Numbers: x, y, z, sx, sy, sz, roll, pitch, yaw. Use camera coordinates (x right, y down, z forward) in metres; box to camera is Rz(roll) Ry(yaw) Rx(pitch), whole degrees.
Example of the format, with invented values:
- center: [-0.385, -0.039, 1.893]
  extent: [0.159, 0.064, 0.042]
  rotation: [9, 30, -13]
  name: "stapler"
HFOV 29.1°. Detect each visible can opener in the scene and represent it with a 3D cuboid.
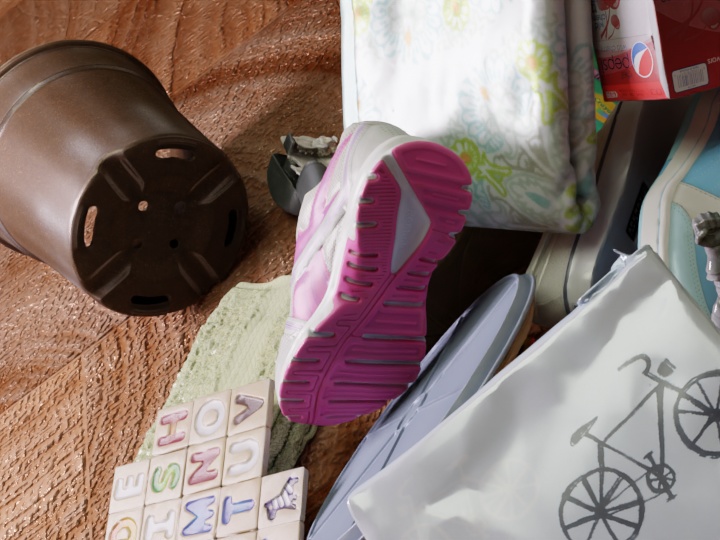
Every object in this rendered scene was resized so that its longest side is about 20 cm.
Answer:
- center: [-0.025, -0.050, 1.046]
  extent: [0.200, 0.053, 0.066]
  rotation: [-118, 43, -59]
  name: "can opener"

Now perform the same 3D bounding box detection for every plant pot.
- center: [-0.200, -0.067, 1.130]
  extent: [0.200, 0.200, 0.198]
  rotation: [-46, 40, -7]
  name: "plant pot"

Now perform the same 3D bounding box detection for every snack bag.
- center: [0.106, 0.118, 0.573]
  extent: [0.189, 0.021, 0.200]
  rotation: [-42, 63, 10]
  name: "snack bag"

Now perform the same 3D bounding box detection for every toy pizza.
- center: [0.039, 0.086, 0.758]
  extent: [0.200, 0.032, 0.200]
  rotation: [-52, 3, 5]
  name: "toy pizza"

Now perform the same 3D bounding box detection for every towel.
- center: [0.056, -0.124, 0.795]
  extent: [0.048, 0.200, 0.171]
  rotation: [-14, 15, -39]
  name: "towel"
- center: [-0.079, 0.081, 0.946]
  extent: [0.148, 0.036, 0.200]
  rotation: [-11, 43, 41]
  name: "towel"

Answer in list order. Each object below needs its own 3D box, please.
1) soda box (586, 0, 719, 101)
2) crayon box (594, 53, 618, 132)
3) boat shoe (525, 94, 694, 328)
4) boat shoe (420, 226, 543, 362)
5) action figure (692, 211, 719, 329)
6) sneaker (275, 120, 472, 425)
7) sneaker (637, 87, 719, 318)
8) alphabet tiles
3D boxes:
- center: [0.227, -0.145, 0.761]
  extent: [0.200, 0.063, 0.070]
  rotation: [-16, 11, -19]
  name: "soda box"
- center: [0.138, -0.196, 0.887]
  extent: [0.058, 0.200, 0.119]
  rotation: [-15, 41, 37]
  name: "crayon box"
- center: [0.146, -0.049, 0.830]
  extent: [0.070, 0.071, 0.200]
  rotation: [0, 57, 41]
  name: "boat shoe"
- center: [0.065, -0.024, 0.881]
  extent: [0.200, 0.071, 0.069]
  rotation: [-44, 33, -1]
  name: "boat shoe"
- center: [0.177, -0.009, 0.576]
  extent: [0.055, 0.200, 0.118]
  rotation: [-9, 24, -23]
  name: "action figure"
- center: [0.000, 0.000, 0.808]
  extent: [0.200, 0.081, 0.088]
  rotation: [-67, 27, 24]
  name: "sneaker"
- center: [0.225, -0.042, 0.722]
  extent: [0.131, 0.080, 0.200]
  rotation: [-12, 43, 41]
  name: "sneaker"
- center: [-0.099, 0.166, 0.842]
  extent: [0.167, 0.008, 0.200]
  rotation: [-19, 54, 33]
  name: "alphabet tiles"
